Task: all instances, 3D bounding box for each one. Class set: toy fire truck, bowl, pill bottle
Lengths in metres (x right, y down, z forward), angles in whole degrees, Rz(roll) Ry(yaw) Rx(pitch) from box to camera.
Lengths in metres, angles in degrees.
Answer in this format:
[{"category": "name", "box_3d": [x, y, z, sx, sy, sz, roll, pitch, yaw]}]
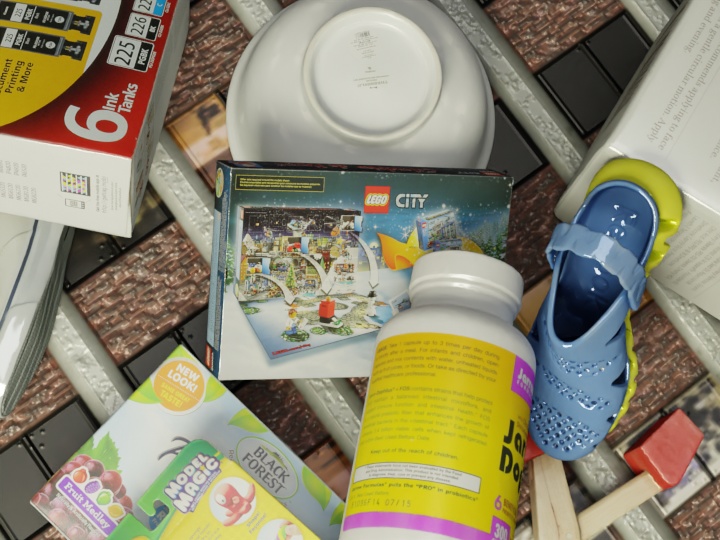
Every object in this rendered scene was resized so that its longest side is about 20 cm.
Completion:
[{"category": "toy fire truck", "box_3d": [0.120, 0.141, 0.964, 0.141, 0.049, 0.200, 44, 76, 6]}, {"category": "bowl", "box_3d": [0.005, -0.122, 0.995, 0.199, 0.090, 0.203, 1, 77, -6]}, {"category": "pill bottle", "box_3d": [0.052, 0.093, 0.871, 0.103, 0.104, 0.202, 12, 67, -3]}]

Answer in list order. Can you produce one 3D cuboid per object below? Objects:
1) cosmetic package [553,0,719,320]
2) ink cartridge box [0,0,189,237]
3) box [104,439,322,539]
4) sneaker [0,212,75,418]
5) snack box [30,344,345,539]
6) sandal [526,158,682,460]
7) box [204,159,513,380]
[{"category": "cosmetic package", "box_3d": [0.268, -0.073, 0.969, 0.199, 0.165, 0.166, 33, 76, 3]}, {"category": "ink cartridge box", "box_3d": [-0.216, -0.138, 0.946, 0.174, 0.084, 0.201, 10, 53, -3]}, {"category": "box", "box_3d": [-0.064, 0.209, 0.879, 0.200, 0.048, 0.117, 42, 77, 0]}, {"category": "sneaker", "box_3d": [-0.239, 0.000, 0.956, 0.070, 0.073, 0.202, 11, 66, -1]}, {"category": "snack box", "box_3d": [-0.095, 0.170, 0.934, 0.200, 0.053, 0.142, 43, 76, 4]}, {"category": "sandal", "box_3d": [0.137, 0.032, 0.884, 0.079, 0.087, 0.202, 19, 116, 24]}, {"category": "box", "box_3d": [0.000, 0.000, 0.940, 0.198, 0.038, 0.138, 1, 101, -21]}]
